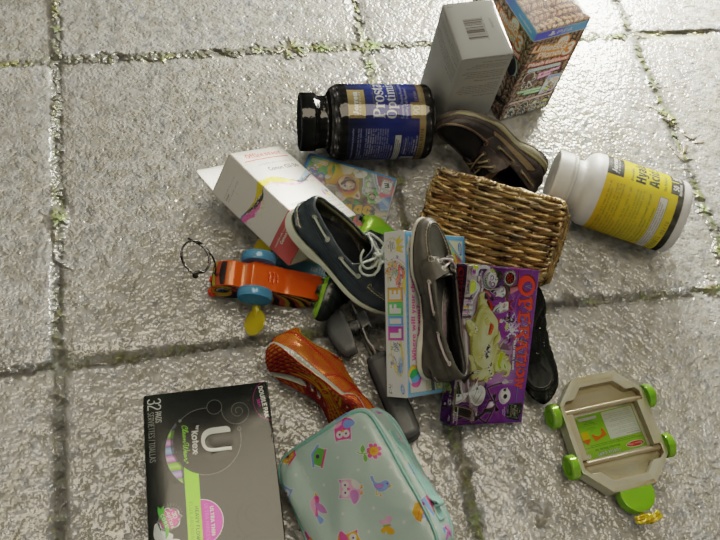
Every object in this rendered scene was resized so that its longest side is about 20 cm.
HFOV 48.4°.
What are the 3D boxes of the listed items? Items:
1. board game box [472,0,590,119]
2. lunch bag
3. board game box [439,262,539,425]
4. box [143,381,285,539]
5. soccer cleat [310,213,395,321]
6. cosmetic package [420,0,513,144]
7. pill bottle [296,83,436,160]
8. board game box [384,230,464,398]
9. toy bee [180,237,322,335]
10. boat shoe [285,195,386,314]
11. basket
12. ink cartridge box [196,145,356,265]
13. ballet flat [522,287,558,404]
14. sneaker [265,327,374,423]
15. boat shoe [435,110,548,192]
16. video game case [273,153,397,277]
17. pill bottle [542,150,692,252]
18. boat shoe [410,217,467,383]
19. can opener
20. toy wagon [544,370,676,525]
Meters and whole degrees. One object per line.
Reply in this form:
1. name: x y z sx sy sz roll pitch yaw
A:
1. board game box: 0.249 -0.371 1.264 0.096 0.201 0.161 -19 66 -17
2. lunch bag: 0.010 0.270 0.926 0.160 0.077 0.201 -35 70 10
3. board game box: 0.166 0.095 1.025 0.119 0.032 0.203 2 95 -33
4. box: -0.167 0.251 0.917 0.146 0.125 0.202 -6 62 -10
5. soccer cleat: 0.000 0.000 1.074 0.080 0.068 0.201 29 48 3
6. cosmetic package: 0.151 -0.294 1.209 0.084 0.201 0.109 -10 66 -12
7. pill bottle: 0.006 -0.222 1.200 0.197 0.112 0.113 -2 62 -10
8. board game box: 0.086 0.055 1.023 0.134 0.034 0.203 3 86 -49
9. toy bee: -0.155 0.007 1.071 0.199 0.108 0.132 37 59 -19
10. boat shoe: -0.004 -0.019 1.002 0.200 0.062 0.075 44 45 -17
11. basket: 0.189 -0.050 1.143 0.198 0.149 0.145 17 93 15
12. ink cartridge box: -0.118 -0.106 1.098 0.200 0.068 0.116 42 31 17
13. ballet flat: 0.230 0.089 1.113 0.065 0.057 0.202 -6 56 5
14. sneaker: -0.031 0.147 1.024 0.200 0.073 0.077 45 38 5
15. boat shoe: 0.197 -0.172 1.200 0.198 0.074 0.074 24 65 -17
16. video game case: -0.036 -0.070 1.166 0.141 0.018 0.202 16 61 0
17. pill bottle: 0.379 -0.109 1.196 0.197 0.112 0.112 18 61 1
18. boat shoe: 0.101 0.035 0.971 0.066 0.056 0.203 -3 91 -51
19. can opener: 0.012 0.135 1.049 0.066 0.053 0.202 -21 67 -4
20. toy wagon: 0.334 0.234 1.050 0.153 0.040 0.202 -9 65 -13
